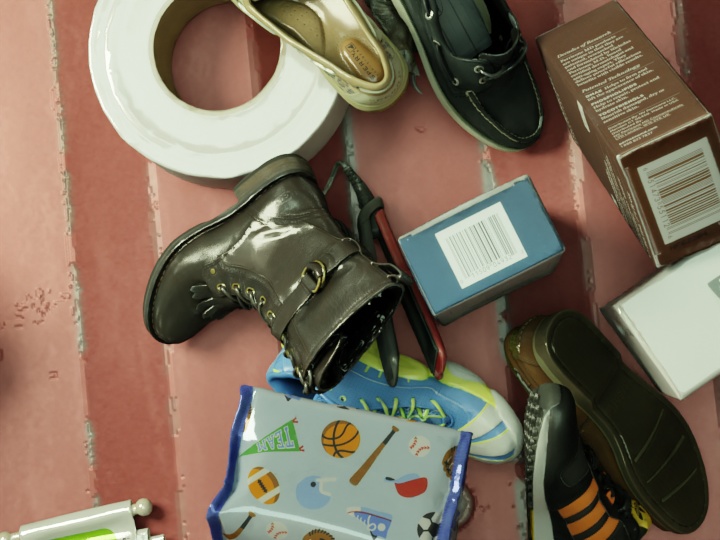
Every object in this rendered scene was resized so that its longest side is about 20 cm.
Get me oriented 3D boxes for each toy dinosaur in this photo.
[{"bbox_3d":[0.037,-0.247,1.302,0.077,0.102,0.201,5,69,49],"label":"toy dinosaur"}]

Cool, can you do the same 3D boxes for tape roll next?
[{"bbox_3d":[-0.104,-0.166,1.307,0.202,0.071,0.203,0,85,6],"label":"tape roll"}]

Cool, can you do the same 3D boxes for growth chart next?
[{"bbox_3d":[-0.193,0.276,1.306,0.144,0.018,0.201,-22,83,4],"label":"growth chart"}]

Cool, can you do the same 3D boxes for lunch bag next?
[{"bbox_3d":[-0.014,0.182,1.208,0.169,0.200,0.124,14,65,5],"label":"lunch bag"}]

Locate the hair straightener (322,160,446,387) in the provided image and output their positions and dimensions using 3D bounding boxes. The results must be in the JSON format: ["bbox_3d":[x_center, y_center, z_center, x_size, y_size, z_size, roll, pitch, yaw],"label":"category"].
[{"bbox_3d":[0.000,0.000,1.262,0.077,0.041,0.200,-11,58,-13],"label":"hair straightener"}]

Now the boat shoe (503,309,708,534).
[{"bbox_3d":[0.183,0.112,1.262,0.072,0.068,0.200,-42,102,-32],"label":"boat shoe"}]

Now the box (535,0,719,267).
[{"bbox_3d":[0.195,-0.101,1.202,0.075,0.200,0.100,-24,122,4],"label":"box"}]

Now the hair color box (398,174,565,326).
[{"bbox_3d":[0.087,-0.011,1.211,0.100,0.200,0.061,-26,84,2],"label":"hair color box"}]

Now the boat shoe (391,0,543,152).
[{"bbox_3d":[0.087,-0.171,1.254,0.074,0.066,0.200,-38,111,-23],"label":"boat shoe"}]

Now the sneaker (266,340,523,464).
[{"bbox_3d":[0.017,0.106,1.255,0.200,0.076,0.105,28,49,16],"label":"sneaker"}]

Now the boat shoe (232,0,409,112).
[{"bbox_3d":[-0.042,-0.199,1.236,0.200,0.063,0.073,42,91,8],"label":"boat shoe"}]

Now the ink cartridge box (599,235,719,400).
[{"bbox_3d":[0.281,0.005,1.220,0.200,0.146,0.084,-34,86,3],"label":"ink cartridge box"}]

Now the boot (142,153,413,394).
[{"bbox_3d":[-0.066,0.026,1.233,0.200,0.069,0.174,-48,49,18],"label":"boot"}]

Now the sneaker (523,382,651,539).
[{"bbox_3d":[0.164,0.162,1.223,0.090,0.070,0.201,-2,122,4],"label":"sneaker"}]
